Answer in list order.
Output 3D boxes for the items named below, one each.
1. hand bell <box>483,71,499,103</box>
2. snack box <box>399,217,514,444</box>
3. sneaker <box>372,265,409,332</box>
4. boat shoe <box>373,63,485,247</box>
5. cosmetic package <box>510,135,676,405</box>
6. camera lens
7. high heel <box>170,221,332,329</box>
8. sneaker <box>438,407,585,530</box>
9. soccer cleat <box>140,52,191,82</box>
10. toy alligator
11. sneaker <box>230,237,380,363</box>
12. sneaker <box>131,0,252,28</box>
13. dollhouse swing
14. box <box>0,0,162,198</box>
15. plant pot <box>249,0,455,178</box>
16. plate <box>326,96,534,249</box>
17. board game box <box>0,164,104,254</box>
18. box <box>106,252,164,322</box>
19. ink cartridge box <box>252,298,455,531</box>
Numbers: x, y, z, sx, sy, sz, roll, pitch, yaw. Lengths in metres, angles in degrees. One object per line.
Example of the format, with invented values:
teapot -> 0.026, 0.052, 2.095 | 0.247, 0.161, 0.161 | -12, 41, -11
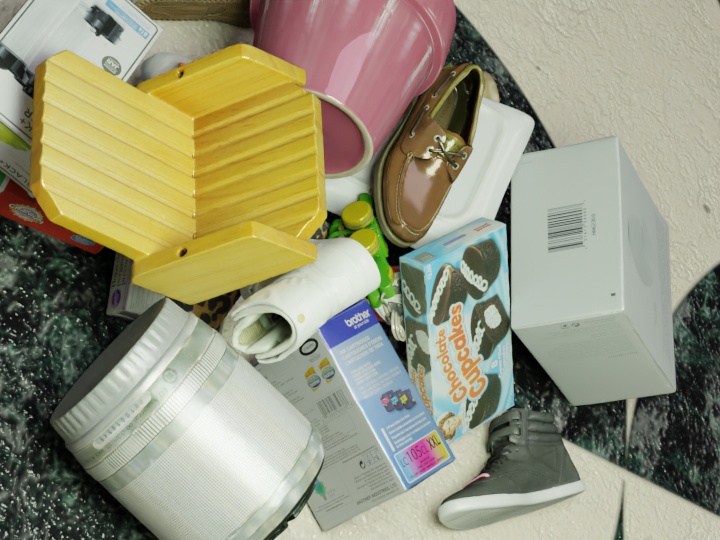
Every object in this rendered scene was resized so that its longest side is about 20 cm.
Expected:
hand bell -> 0.034, -0.166, 1.868 | 0.199, 0.104, 0.105 | 4, 65, -21
snack box -> 0.096, 0.062, 1.736 | 0.116, 0.037, 0.201 | -26, 123, -37
sneaker -> 0.060, 0.020, 1.787 | 0.199, 0.085, 0.078 | 9, 94, -53
boat shoe -> 0.069, -0.118, 1.726 | 0.072, 0.068, 0.201 | 31, 59, -28
cosmetic package -> 0.240, 0.005, 1.845 | 0.200, 0.122, 0.201 | 47, 39, -52
camera lens -> -0.141, 0.143, 1.512 | 0.200, 0.160, 0.160 | 45, 49, -11
high heel -> -0.099, 0.009, 1.687 | 0.199, 0.071, 0.144 | 8, 76, -38
sneaker -> 0.134, 0.192, 1.763 | 0.199, 0.071, 0.100 | -6, 70, -45
soccer cleat -> -0.135, -0.135, 1.723 | 0.069, 0.078, 0.200 | -44, 115, -5
toy alligator -> 0.000, 0.000, 1.673 | 0.201, 0.054, 0.059 | -102, 170, -47
sneaker -> -0.080, 0.026, 1.542 | 0.115, 0.200, 0.074 | -37, 103, -28
sneaker -> -0.144, -0.307, 1.795 | 0.199, 0.070, 0.109 | -2, 71, -34
dollhouse swing -> -0.150, -0.108, 1.493 | 0.176, 0.181, 0.201 | 44, 35, -49
box -> -0.272, -0.175, 1.583 | 0.117, 0.060, 0.201 | 41, 50, -14
plant pot -> -0.024, -0.194, 1.686 | 0.199, 0.200, 0.180 | 33, 53, -20
plate -> 0.058, -0.121, 1.795 | 0.199, 0.032, 0.200 | 23, 62, 3
board game box -> -0.303, -0.122, 1.602 | 0.199, 0.040, 0.154 | 23, 56, -27
box -> -0.191, -0.054, 1.621 | 0.041, 0.039, 0.202 | 16, 74, -35
ink cartridge box -> -0.022, 0.119, 1.631 | 0.076, 0.136, 0.201 | -28, 87, -43
